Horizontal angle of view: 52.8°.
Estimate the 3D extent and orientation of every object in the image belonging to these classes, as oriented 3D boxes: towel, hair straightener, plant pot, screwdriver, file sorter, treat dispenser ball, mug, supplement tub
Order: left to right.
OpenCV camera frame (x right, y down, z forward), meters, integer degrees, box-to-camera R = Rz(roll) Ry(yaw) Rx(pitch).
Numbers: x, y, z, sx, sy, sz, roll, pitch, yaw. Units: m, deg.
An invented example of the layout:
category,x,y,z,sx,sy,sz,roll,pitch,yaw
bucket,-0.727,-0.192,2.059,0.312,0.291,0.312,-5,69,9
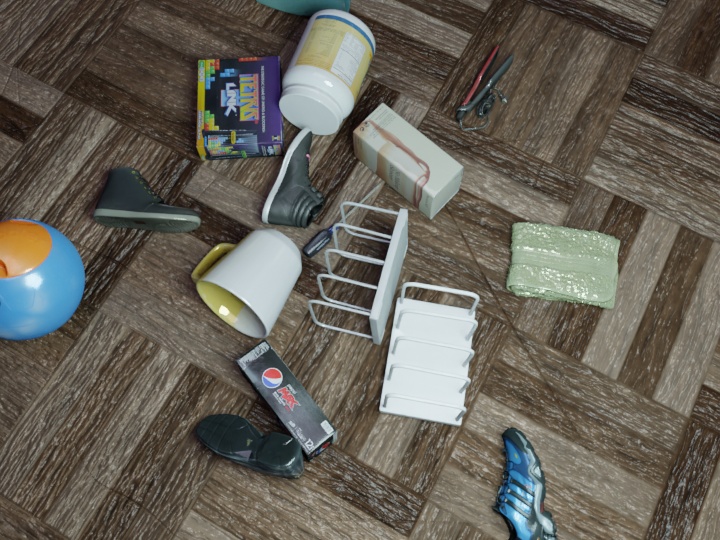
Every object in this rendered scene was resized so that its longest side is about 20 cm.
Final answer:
category,x,y,z,sx,sy,sz,roll,pitch,yaw
treat dispenser ball,-0.565,0.015,1.210,0.199,0.201,0.203,0,68,0
mug,-0.193,0.001,1.252,0.186,0.150,0.154,33,64,5
plant pot,-0.125,-0.618,1.496,0.198,0.141,0.143,2,68,9
supplement tub,-0.065,-0.379,1.394,0.143,0.145,0.202,18,70,7
screwdriver,-0.029,-0.093,1.347,0.200,0.028,0.029,-40,104,-15
file sorter,0.000,0.000,1.252,0.123,0.139,0.202,14,69,9
file sorter,0.117,0.135,1.199,0.137,0.125,0.202,10,69,3
hair straightener,0.256,-0.354,1.440,0.077,0.041,0.201,30,71,11
towel,0.367,-0.014,1.311,0.198,0.037,0.150,9,68,3

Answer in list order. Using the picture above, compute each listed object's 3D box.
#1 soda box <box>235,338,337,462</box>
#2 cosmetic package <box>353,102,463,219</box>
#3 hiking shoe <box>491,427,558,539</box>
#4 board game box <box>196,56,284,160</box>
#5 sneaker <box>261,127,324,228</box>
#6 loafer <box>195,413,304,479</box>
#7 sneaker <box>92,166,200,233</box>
category,x,y,z,sx,sy,sz,roll,pitch,yaw
soda box,-0.122,0.214,1.201,0.063,0.071,0.200,-35,72,-16
cosmetic package,0.086,-0.202,1.350,0.200,0.104,0.087,40,75,16
hiking shoe,0.247,0.351,1.148,0.086,0.075,0.202,-10,69,-5
board game box,-0.234,-0.318,1.418,0.163,0.057,0.202,-4,69,-1
sneaker,-0.103,-0.165,1.355,0.098,0.071,0.202,19,76,5
loafer,-0.180,0.291,1.173,0.198,0.073,0.073,16,51,28
sneaker,-0.386,-0.134,1.334,0.198,0.075,0.107,6,72,3
